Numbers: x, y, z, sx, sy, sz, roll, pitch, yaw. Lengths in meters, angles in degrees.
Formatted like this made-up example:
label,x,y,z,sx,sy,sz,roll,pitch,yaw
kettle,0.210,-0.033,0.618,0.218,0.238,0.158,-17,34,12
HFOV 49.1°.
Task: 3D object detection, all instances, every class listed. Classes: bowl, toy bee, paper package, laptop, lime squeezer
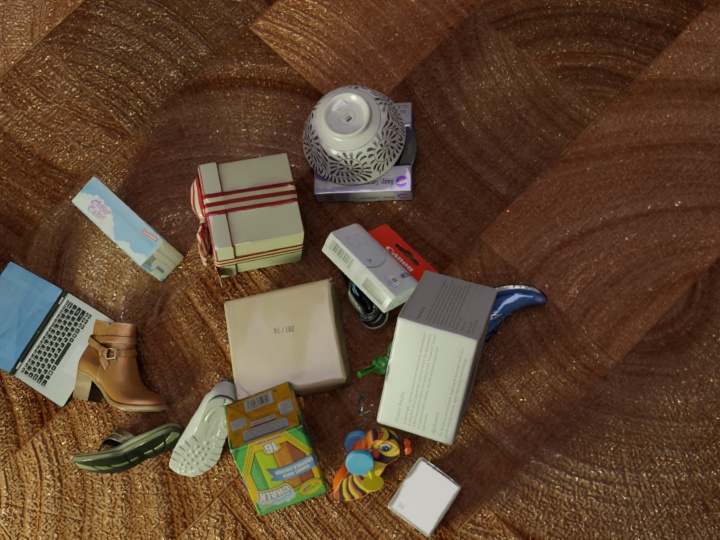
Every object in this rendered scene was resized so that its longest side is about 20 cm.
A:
label,x,y,z,sx,sy,sz,roll,pitch,yaw
bowl,-0.018,-0.269,1.458,0.199,0.094,0.202,-2,74,7
toy bee,0.027,0.311,1.319,0.108,0.201,0.131,13,46,-9
paper package,-0.126,0.131,1.409,0.199,0.104,0.192,-12,73,4
laptop,-0.604,0.121,1.474,0.199,0.116,0.188,28,81,14
lime squeezer,0.055,0.142,1.403,0.038,0.071,0.200,31,50,31

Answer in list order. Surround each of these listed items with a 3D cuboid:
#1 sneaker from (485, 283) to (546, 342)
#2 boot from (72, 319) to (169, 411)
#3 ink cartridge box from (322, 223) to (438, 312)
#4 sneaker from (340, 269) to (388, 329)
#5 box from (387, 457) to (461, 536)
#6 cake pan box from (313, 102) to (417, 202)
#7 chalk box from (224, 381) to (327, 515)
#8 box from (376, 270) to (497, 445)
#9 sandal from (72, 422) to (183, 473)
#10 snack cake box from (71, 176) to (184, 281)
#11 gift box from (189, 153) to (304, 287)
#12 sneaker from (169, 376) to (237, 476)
label,x,y,z,sx,sy,sz,roll,pitch,yaw
sneaker,0.232,0.079,1.394,0.199,0.079,0.090,-16,80,12
boot,-0.430,0.175,1.453,0.199,0.074,0.156,10,79,11
ink cartridge box,0.051,-0.023,1.387,0.160,0.200,0.047,44,128,17
sneaker,0.000,0.000,1.422,0.073,0.112,0.201,-21,73,1
box,0.106,0.363,1.260,0.078,0.200,0.095,33,81,15
cake pan box,0.011,-0.226,1.516,0.199,0.052,0.185,0,77,8
chalk box,-0.136,0.314,1.323,0.124,0.201,0.124,-20,30,-4
box,0.127,0.136,1.283,0.130,0.200,0.200,16,116,12
sandal,-0.416,0.314,1.423,0.200,0.080,0.058,-20,55,-4
snack cake box,-0.442,-0.078,1.505,0.200,0.115,0.067,40,84,16
gift box,-0.209,-0.086,1.445,0.186,0.200,0.186,-10,69,-11
sneaker,-0.273,0.280,1.395,0.076,0.081,0.200,28,112,-22
